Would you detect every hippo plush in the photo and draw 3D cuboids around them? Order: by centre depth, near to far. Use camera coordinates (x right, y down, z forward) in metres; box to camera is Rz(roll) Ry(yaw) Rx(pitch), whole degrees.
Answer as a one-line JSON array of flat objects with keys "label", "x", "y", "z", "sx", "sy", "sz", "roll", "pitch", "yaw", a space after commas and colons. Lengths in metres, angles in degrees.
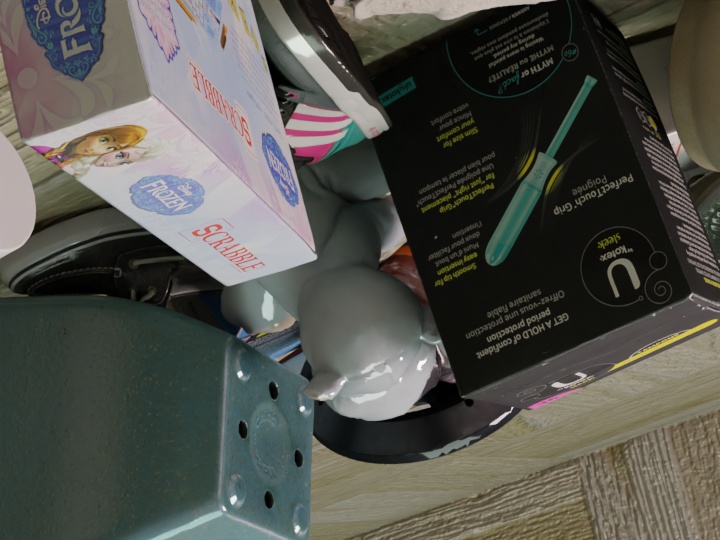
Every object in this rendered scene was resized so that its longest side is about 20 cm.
[{"label": "hippo plush", "x": 0.000, "y": 0.000, "z": 1.053, "sx": 0.159, "sy": 0.161, "sz": 0.201, "roll": -34, "pitch": 151, "yaw": -12}]

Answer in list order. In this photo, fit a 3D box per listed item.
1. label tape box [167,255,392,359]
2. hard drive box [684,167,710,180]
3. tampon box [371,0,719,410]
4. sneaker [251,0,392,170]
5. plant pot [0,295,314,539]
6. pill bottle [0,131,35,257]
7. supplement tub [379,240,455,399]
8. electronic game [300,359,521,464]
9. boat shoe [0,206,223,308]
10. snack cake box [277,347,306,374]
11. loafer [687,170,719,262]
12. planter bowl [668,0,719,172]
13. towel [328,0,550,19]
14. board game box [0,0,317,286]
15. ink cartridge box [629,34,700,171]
[{"label": "label tape box", "x": -0.070, "y": 0.021, "z": 1.269, "sx": 0.142, "sy": 0.067, "sz": 0.200, "roll": -23, "pitch": 168, "yaw": -30}, {"label": "hard drive box", "x": 0.334, "y": -0.079, "z": 1.356, "sx": 0.154, "sy": 0.078, "sz": 0.200, "roll": -12, "pitch": 165, "yaw": -13}, {"label": "tampon box", "x": 0.112, "y": -0.039, "z": 1.006, "sx": 0.149, "sy": 0.202, "sz": 0.126, "roll": -25, "pitch": 163, "yaw": 20}, {"label": "sneaker", "x": -0.059, "y": -0.093, "z": 0.893, "sx": 0.120, "sy": 0.084, "sz": 0.200, "roll": -27, "pitch": 165, "yaw": 5}, {"label": "plant pot", "x": -0.141, "y": 0.127, "z": 1.124, "sx": 0.198, "sy": 0.198, "sz": 0.196, "roll": -9, "pitch": 156, "yaw": 27}, {"label": "pill bottle", "x": -0.271, "y": -0.010, "z": 0.897, "sx": 0.199, "sy": 0.114, "sz": 0.112, "roll": -24, "pitch": 163, "yaw": 26}, {"label": "supplement tub", "x": 0.081, "y": 0.006, "z": 1.196, "sx": 0.200, "sy": 0.107, "sz": 0.107, "roll": -40, "pitch": 177, "yaw": -27}, {"label": "electronic game", "x": 0.047, "y": 0.070, "z": 1.258, "sx": 0.198, "sy": 0.201, "sz": 0.042, "roll": -18, "pitch": 125, "yaw": 6}, {"label": "boat shoe", "x": -0.141, "y": -0.003, "z": 1.137, "sx": 0.198, "sy": 0.072, "sz": 0.072, "roll": -12, "pitch": 165, "yaw": -15}, {"label": "snack cake box", "x": 0.004, "y": 0.071, "z": 1.442, "sx": 0.115, "sy": 0.068, "sz": 0.199, "roll": -29, "pitch": -178, "yaw": 42}, {"label": "loafer", "x": 0.253, "y": -0.049, "z": 1.169, "sx": 0.074, "sy": 0.070, "sz": 0.200, "roll": 13, "pitch": 148, "yaw": -18}, {"label": "planter bowl", "x": 0.264, "y": -0.116, "z": 0.980, "sx": 0.134, "sy": 0.203, "sz": 0.199, "roll": 8, "pitch": -177, "yaw": 40}, {"label": "towel", "x": 0.087, "y": -0.173, "z": 0.839, "sx": 0.198, "sy": 0.035, "sz": 0.133, "roll": -11, "pitch": 165, "yaw": -19}, {"label": "board game box", "x": -0.078, "y": -0.112, "z": 0.561, "sx": 0.041, "sy": 0.202, "sz": 0.200, "roll": -17, "pitch": 165, "yaw": 8}, {"label": "ink cartridge box", "x": 0.234, "y": -0.117, "z": 1.128, "sx": 0.198, "sy": 0.068, "sz": 0.117, "roll": -17, "pitch": 167, "yaw": 0}]
